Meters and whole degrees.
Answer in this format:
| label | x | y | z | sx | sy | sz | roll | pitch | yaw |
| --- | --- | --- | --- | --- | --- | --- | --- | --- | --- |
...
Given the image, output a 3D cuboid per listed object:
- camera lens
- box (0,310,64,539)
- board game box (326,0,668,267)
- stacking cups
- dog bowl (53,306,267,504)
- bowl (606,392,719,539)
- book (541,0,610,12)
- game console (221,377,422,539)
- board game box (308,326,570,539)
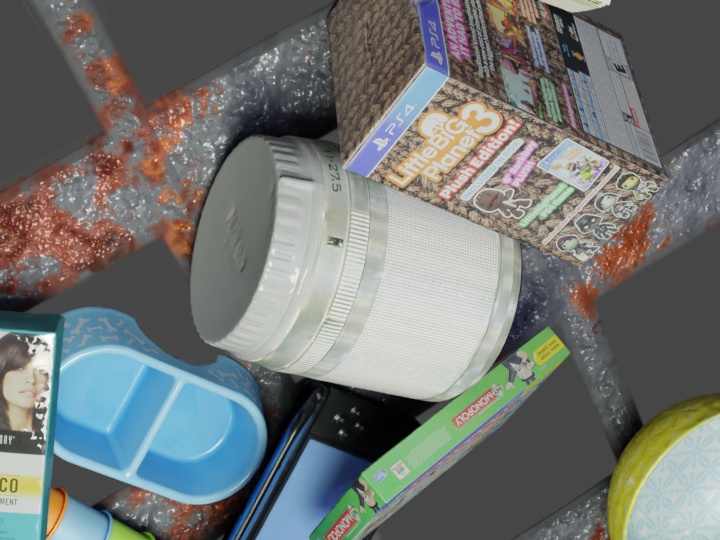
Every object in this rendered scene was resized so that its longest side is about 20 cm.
| label | x | y | z | sx | sy | sz | roll | pitch | yaw |
| --- | --- | --- | --- | --- | --- | --- | --- | --- | --- |
| camera lens | 0.000 | 0.000 | 1.000 | 0.199 | 0.160 | 0.161 | 13 | 105 | -26 |
| box | -0.248 | 0.128 | 0.959 | 0.082 | 0.049 | 0.201 | 5 | 102 | -7 |
| board game box | 0.089 | -0.118 | 0.974 | 0.199 | 0.160 | 0.097 | 22 | 130 | -25 |
| stacking cups | -0.215 | 0.190 | 1.051 | 0.200 | 0.061 | 0.061 | 36 | 94 | -24 |
| dog bowl | -0.153 | 0.104 | 1.041 | 0.199 | 0.050 | 0.112 | 26 | 98 | -29 |
| bowl | 0.283 | 0.182 | 1.221 | 0.199 | 0.108 | 0.201 | -8 | 114 | -20 |
| book | 0.085 | -0.264 | 0.937 | 0.199 | 0.048 | 0.135 | 14 | 87 | -27 |
| game console | -0.041 | 0.196 | 1.085 | 0.170 | 0.118 | 0.201 | 24 | 100 | -28 |
| board game box | 0.058 | 0.130 | 1.067 | 0.200 | 0.135 | 0.029 | -34 | 77 | -32 |
